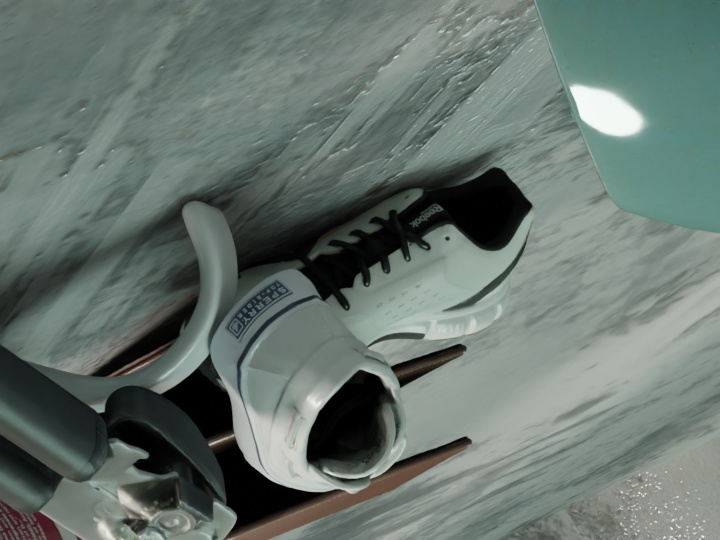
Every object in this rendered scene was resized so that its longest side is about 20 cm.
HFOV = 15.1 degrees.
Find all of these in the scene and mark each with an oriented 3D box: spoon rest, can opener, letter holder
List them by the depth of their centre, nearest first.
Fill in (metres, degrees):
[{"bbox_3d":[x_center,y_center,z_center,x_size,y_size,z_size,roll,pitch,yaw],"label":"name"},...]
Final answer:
[{"bbox_3d":[-0.126,0.057,1.059,0.053,0.067,0.200,-32,130,24],"label":"can opener"},{"bbox_3d":[-0.135,0.045,1.126,0.200,0.061,0.099,-30,169,10],"label":"spoon rest"},{"bbox_3d":[-0.031,0.071,1.362,0.200,0.101,0.142,-18,171,-42],"label":"letter holder"}]

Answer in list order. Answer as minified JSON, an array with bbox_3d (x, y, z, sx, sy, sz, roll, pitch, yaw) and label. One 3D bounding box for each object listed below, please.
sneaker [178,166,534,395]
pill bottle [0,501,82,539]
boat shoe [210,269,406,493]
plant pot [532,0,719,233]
[{"bbox_3d":[0.000,0.000,1.266,0.200,0.074,0.080,-22,151,-39],"label":"sneaker"},{"bbox_3d":[-0.186,0.140,1.141,0.109,0.110,0.200,-32,166,24],"label":"pill bottle"},{"bbox_3d":[-0.014,0.067,1.180,0.074,0.065,0.200,-45,159,-4],"label":"boat shoe"},{"bbox_3d":[0.126,-0.100,0.750,0.161,0.201,0.201,-18,171,9],"label":"plant pot"}]
